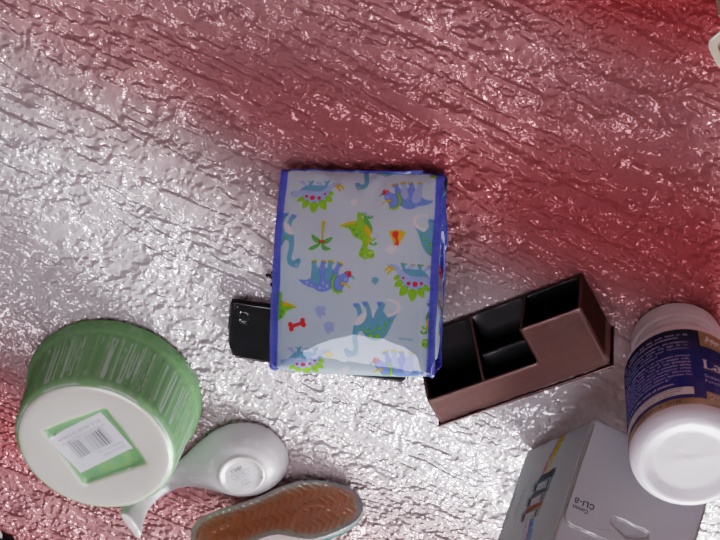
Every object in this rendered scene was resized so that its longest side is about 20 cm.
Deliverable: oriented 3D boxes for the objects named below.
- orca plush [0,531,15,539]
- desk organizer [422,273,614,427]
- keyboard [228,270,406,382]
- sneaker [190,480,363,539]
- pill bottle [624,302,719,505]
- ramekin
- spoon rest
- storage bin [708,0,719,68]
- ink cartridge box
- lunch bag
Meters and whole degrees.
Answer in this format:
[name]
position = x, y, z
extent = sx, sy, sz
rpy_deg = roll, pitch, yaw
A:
[orca plush]
position = -0.471, 0.374, 2.021
extent = 0.105, 0.071, 0.201
rpy_deg = 16, 125, -2
[desk organizer]
position = 0.155, 0.082, 1.727
extent = 0.199, 0.072, 0.077
rpy_deg = -21, 116, 21
[keyboard]
position = -0.041, 0.053, 1.770
extent = 0.199, 0.021, 0.128
rpy_deg = 8, 126, 2
[sneaker]
position = -0.091, 0.291, 1.916
extent = 0.199, 0.072, 0.080
rpy_deg = -13, 156, 3
[pill bottle]
position = 0.317, 0.125, 1.650
extent = 0.115, 0.200, 0.116
rpy_deg = 3, 123, 4
[ramekin]
position = -0.279, 0.163, 1.831
extent = 0.199, 0.098, 0.201
rpy_deg = 4, 125, 6
[spoon rest]
position = -0.176, 0.233, 1.898
extent = 0.199, 0.061, 0.100
rpy_deg = -24, 119, 8
[storage bin]
position = 0.373, -0.258, 1.385
extent = 0.094, 0.200, 0.198
rpy_deg = 40, 121, -20
[ink cartridge box]
position = 0.247, 0.261, 1.737
extent = 0.145, 0.145, 0.200
rpy_deg = 24, 161, -7
[lunch bag]
position = 0.000, 0.000, 1.664
extent = 0.169, 0.127, 0.201
rpy_deg = 1, 94, 6
